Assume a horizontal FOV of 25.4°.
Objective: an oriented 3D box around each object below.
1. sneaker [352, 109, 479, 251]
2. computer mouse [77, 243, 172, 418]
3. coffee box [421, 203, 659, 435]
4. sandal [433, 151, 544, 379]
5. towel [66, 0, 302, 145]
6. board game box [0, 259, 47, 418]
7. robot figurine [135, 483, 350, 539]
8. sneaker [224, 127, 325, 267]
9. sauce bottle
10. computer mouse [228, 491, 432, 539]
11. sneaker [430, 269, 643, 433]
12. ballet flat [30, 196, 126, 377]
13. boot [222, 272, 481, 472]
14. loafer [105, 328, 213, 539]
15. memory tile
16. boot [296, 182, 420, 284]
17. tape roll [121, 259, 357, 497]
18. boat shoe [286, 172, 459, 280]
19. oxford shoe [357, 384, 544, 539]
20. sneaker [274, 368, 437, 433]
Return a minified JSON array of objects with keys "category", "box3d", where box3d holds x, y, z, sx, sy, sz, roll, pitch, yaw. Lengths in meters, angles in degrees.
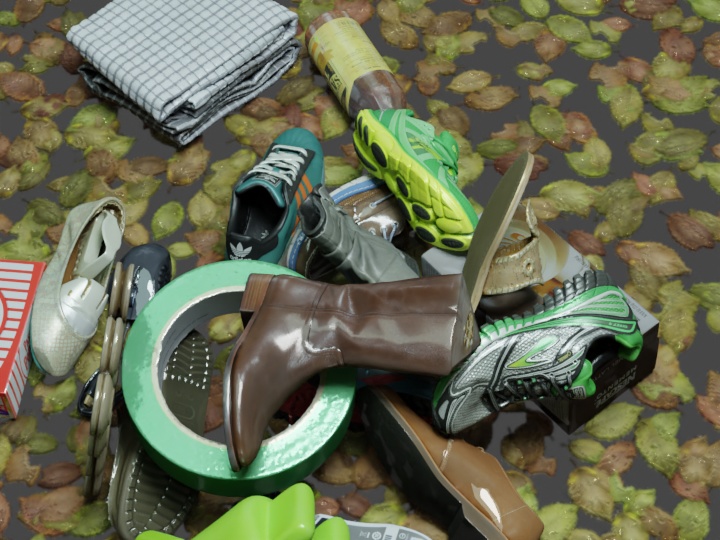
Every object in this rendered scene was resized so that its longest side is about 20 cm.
[{"category":"sneaker","box3d":[0.063,-0.097,1.497,0.083,0.074,0.200,-18,46,-19]},{"category":"computer mouse","box3d":[-0.224,0.050,1.507,0.058,0.034,0.201,8,54,8]},{"category":"coffee box","box3d":[0.162,0.038,1.465,0.114,0.080,0.200,-34,58,-19]},{"category":"sandal","box3d":[0.125,0.006,1.401,0.069,0.078,0.213,26,93,-11]},{"category":"towel","box3d":[-0.185,-0.231,1.695,0.165,0.086,0.200,36,60,25]},{"category":"board game box","box3d":[-0.404,0.057,1.503,0.199,0.046,0.152,4,52,6]},{"category":"robot figurine","box3d":[-0.098,0.258,1.257,0.200,0.176,0.116,-39,21,13]},{"category":"sneaker","box3d":[-0.082,-0.076,1.566,0.071,0.080,0.201,10,53,11]},{"category":"sauce bottle","box3d":[0.007,-0.188,1.659,0.066,0.066,0.200,-21,52,-13]},{"category":"computer mouse","box3d":[-0.027,0.245,1.341,0.199,0.044,0.110,10,48,18]},{"category":"sneaker","box3d":[0.147,0.079,1.341,0.199,0.078,0.085,-31,58,-7]},{"category":"ballet flat","box3d":[-0.264,0.007,1.515,0.062,0.067,0.201,-23,44,31]},{"category":"boot","box3d":[-0.005,0.080,1.294,0.199,0.064,0.187,3,61,8]},{"category":"loafer","box3d":[-0.178,0.148,1.408,0.076,0.067,0.201,30,60,-30]},{"category":"memory tile","box3d":[-0.214,0.095,1.359,0.017,0.200,0.154,8,63,-7]},{"category":"boot","box3d":[0.000,0.000,1.411,0.068,0.130,0.200,-47,23,8]},{"category":"tape roll","box3d":[-0.102,0.090,1.361,0.199,0.048,0.202,1,64,-2]},{"category":"boat shoe","box3d":[0.015,-0.049,1.545,0.072,0.072,0.200,36,61,28]},{"category":"oxford shoe","box3d":[0.075,0.168,1.365,0.071,0.071,0.200,-38,81,-29]},{"category":"sneaker","box3d":[-0.014,0.094,1.448,0.199,0.080,0.096,15,41,6]}]
